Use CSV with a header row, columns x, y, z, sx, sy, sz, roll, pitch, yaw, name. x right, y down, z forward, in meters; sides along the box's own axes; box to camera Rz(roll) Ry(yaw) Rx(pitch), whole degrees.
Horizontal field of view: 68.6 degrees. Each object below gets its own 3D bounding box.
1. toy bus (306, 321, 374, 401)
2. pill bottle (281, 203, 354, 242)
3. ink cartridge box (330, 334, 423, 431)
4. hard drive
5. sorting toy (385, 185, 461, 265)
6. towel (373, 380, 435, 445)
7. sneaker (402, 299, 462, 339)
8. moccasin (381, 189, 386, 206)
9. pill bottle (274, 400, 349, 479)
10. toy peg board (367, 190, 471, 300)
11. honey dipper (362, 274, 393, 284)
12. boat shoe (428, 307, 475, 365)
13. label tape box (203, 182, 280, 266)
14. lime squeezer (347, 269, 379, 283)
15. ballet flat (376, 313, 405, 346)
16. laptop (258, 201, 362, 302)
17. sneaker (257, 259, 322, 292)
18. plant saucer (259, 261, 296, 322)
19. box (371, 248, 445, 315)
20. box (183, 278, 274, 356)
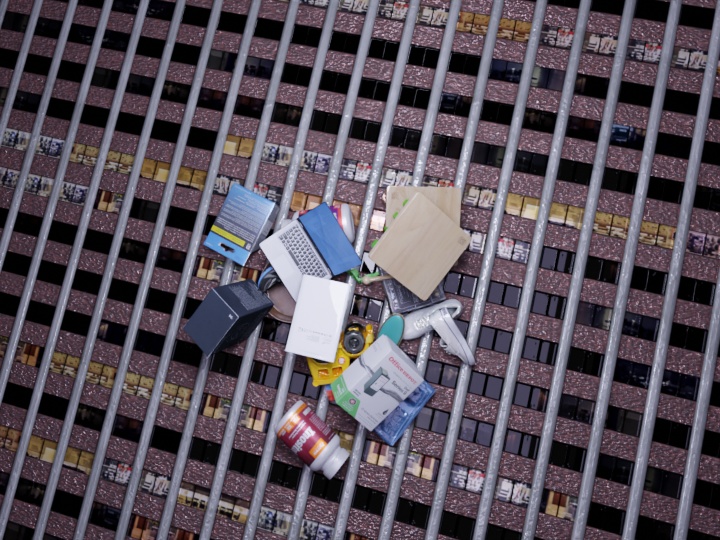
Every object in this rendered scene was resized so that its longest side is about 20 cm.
x,y,z,sx,sy,sz,roll,pitch,yaw,name
-0.048,0.251,1.441,0.196,0.136,0.196,-11,96,2,toy bus
-0.119,-0.119,1.490,0.196,0.112,0.115,-8,83,5,pill bottle
0.043,0.291,1.372,0.200,0.084,0.146,-44,114,5,ink cartridge box
-0.108,0.123,1.366,0.129,0.027,0.204,12,80,7,hard drive
0.161,-0.120,1.408,0.194,0.070,0.205,1,98,-2,sorting toy
0.104,0.369,1.443,0.111,0.049,0.201,39,89,10,towel
0.188,0.130,1.445,0.197,0.080,0.071,-26,83,4,sneaker
0.146,-0.166,1.482,0.200,0.078,0.074,38,89,9,moccasin
-0.128,0.460,1.427,0.199,0.113,0.113,40,89,9,pill bottle
0.141,-0.070,1.346,0.198,0.098,0.201,36,96,-23,toy peg board
0.102,0.013,1.424,0.196,0.038,0.039,-10,83,-1,honey dipper
0.243,0.187,1.401,0.065,0.072,0.201,-29,124,8,boat shoe
-0.345,-0.131,1.541,0.142,0.063,0.203,26,87,8,label tape box
0.000,0.000,1.501,0.196,0.038,0.072,7,84,8,lime squeezer
0.073,0.208,1.447,0.069,0.071,0.204,19,98,8,ballet flat
-0.133,-0.044,1.387,0.198,0.116,0.189,-34,101,-10,laptop
-0.195,0.017,1.471,0.196,0.071,0.084,-20,75,1,sneaker
-0.194,0.048,1.520,0.196,0.034,0.205,-1,83,6,plant saucer
0.132,0.007,1.467,0.155,0.048,0.204,-16,82,-7,box
-0.352,0.122,1.429,0.107,0.200,0.149,44,107,9,box
